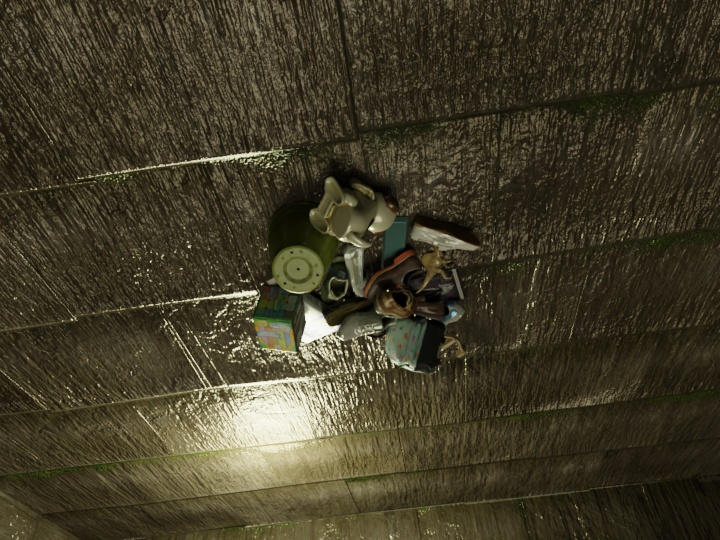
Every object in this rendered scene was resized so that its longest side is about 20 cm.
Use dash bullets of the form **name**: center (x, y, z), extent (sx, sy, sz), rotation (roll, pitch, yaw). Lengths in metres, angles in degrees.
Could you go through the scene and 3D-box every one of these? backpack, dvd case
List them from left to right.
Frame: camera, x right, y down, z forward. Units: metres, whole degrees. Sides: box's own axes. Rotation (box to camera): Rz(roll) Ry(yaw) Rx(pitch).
- **backpack**: center (0.164, 0.233, 1.749), extent (0.151, 0.179, 0.200), rotation (15, 173, -18)
- **dvd case**: center (0.225, 0.061, 1.703), extent (0.197, 0.016, 0.150), rotation (-15, 135, 12)

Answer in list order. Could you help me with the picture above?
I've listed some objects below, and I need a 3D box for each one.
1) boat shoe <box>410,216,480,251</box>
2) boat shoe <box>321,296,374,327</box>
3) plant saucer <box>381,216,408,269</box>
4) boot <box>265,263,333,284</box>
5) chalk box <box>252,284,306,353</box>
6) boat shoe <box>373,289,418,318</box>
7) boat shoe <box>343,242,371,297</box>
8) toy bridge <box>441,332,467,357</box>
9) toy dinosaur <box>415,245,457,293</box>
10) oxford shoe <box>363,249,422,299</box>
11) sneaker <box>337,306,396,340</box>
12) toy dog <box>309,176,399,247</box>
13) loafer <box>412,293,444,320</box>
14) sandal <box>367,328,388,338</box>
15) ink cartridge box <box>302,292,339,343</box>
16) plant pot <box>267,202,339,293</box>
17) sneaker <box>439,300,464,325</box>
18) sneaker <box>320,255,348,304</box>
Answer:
- **boat shoe**: center (0.233, -0.089, 1.503), extent (0.197, 0.071, 0.070), rotation (17, 126, -9)
- **boat shoe**: center (-0.028, 0.111, 1.683), extent (0.199, 0.066, 0.072), rotation (-20, 143, -26)
- **plant saucer**: center (0.098, -0.073, 1.549), extent (0.069, 0.019, 0.202), rotation (-2, 136, -3)
- **boot**: center (-0.176, 0.006, 1.559), extent (0.199, 0.073, 0.091), rotation (-30, 117, 24)
- **chalk box**: center (-0.238, 0.129, 1.589), extent (0.122, 0.126, 0.202), rotation (6, 137, 8)
- **boat shoe**: center (0.118, 0.093, 1.561), extent (0.073, 0.077, 0.199), rotation (-27, 163, 31)
- **boat shoe**: center (0.000, -0.002, 1.578), extent (0.064, 0.075, 0.204), rotation (-8, 130, 10)
- **toy bridge**: center (0.310, 0.251, 1.907), extent (0.199, 0.027, 0.067), rotation (29, 127, -31)
- **toy dinosaur**: center (0.228, -0.013, 1.610), extent (0.100, 0.059, 0.202), rotation (14, 128, 2)
- **oxford shoe**: center (0.092, 0.028, 1.563), extent (0.200, 0.073, 0.071), rotation (-42, 154, 19)
- **sneaker**: center (0.023, 0.161, 1.643), extent (0.198, 0.080, 0.071), rotation (-23, 119, -25)
- **toy dog**: center (0.007, -0.148, 1.350), extent (0.198, 0.194, 0.141), rotation (-12, 135, -44)
- **loafer**: center (0.173, 0.104, 1.697), extent (0.197, 0.072, 0.073), rotation (13, 179, -7)
- **sandal**: center (0.039, 0.194, 1.766), extent (0.075, 0.049, 0.199), rotation (-28, 155, 31)
- **ink cartridge box**: center (-0.178, 0.154, 1.742), extent (0.199, 0.048, 0.197), rotation (-25, 135, 39)
- **plant pot**: center (-0.153, -0.045, 1.386), extent (0.197, 0.194, 0.203), rotation (0, 118, 0)
- **sneaker**: center (0.261, 0.158, 1.774), extent (0.072, 0.072, 0.200), rotation (34, 136, -8)
- **sneaker**: center (-0.079, 0.055, 1.616), extent (0.066, 0.091, 0.202), rotation (7, 136, -14)
